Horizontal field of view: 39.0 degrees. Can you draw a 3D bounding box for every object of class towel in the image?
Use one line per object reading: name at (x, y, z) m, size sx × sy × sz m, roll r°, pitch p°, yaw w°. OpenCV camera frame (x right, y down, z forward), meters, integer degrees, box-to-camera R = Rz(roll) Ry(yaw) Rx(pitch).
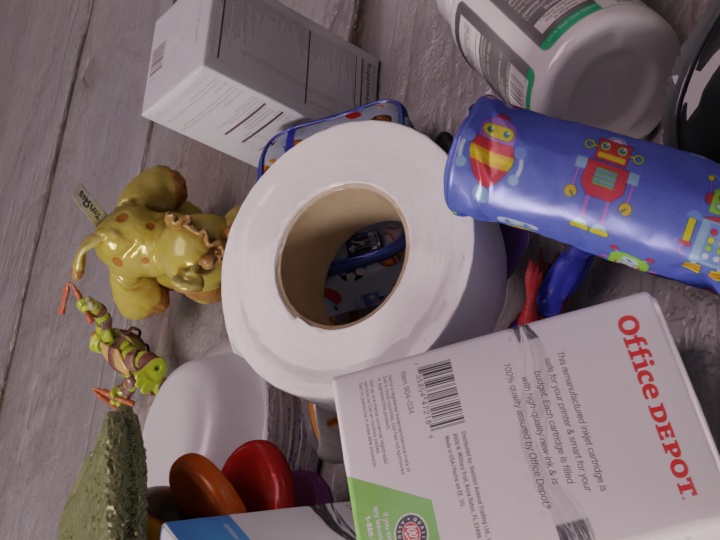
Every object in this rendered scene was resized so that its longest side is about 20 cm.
towel at (-0.174, 0.205, 0.685) m, size 0.149 × 0.036 × 0.201 m, roll -61°, pitch 29°, yaw 33°

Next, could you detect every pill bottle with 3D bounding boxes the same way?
pill bottle at (0.134, -0.175, 0.741) m, size 0.114 × 0.112 × 0.201 m, roll -54°, pitch 38°, yaw 21°

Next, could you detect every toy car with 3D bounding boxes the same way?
toy car at (-0.084, 0.213, 0.785) m, size 0.174 × 0.200 × 0.151 m, roll 8°, pitch 59°, yaw 49°

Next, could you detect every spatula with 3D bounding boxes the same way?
spatula at (0.086, -0.058, 0.796) m, size 0.057 × 0.020 × 0.201 m, roll -62°, pitch 22°, yaw 26°

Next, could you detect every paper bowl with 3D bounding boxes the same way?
paper bowl at (-0.132, 0.162, 0.945) m, size 0.200 × 0.104 × 0.203 m, roll -29°, pitch 52°, yaw 45°

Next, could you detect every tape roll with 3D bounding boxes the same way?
tape roll at (0.000, 0.000, 0.721) m, size 0.200 × 0.071 × 0.205 m, roll -10°, pitch 68°, yaw 25°

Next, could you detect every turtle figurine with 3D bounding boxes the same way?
turtle figurine at (-0.263, 0.107, 1.158) m, size 0.160 × 0.064 × 0.202 m, roll 27°, pitch 138°, yaw 40°

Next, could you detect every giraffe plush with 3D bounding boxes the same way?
giraffe plush at (-0.195, -0.026, 1.101) m, size 0.160 × 0.200 × 0.175 m, roll 13°, pitch 79°, yaw 26°

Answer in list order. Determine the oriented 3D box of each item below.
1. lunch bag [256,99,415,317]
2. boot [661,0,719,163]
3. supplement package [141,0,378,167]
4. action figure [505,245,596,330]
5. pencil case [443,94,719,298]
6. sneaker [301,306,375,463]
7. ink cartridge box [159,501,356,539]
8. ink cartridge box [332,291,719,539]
lunch bag at (-0.021, -0.049, 0.862) m, size 0.158 × 0.076 × 0.202 m, roll -13°, pitch 45°, yaw 15°
boot at (0.280, -0.117, 0.563) m, size 0.199 × 0.065 × 0.167 m, roll 25°, pitch 96°, yaw 51°
supplement package at (-0.091, -0.176, 0.973) m, size 0.109 × 0.199 × 0.115 m, roll -24°, pitch 53°, yaw 44°
action figure at (0.132, 0.013, 0.694) m, size 0.051 × 0.065 × 0.201 m, roll 33°, pitch 103°, yaw 13°
pencil case at (0.147, -0.044, 0.611) m, size 0.198 × 0.087 × 0.079 m, roll 19°, pitch 78°, yaw 15°
sneaker at (-0.026, 0.079, 0.871) m, size 0.077 × 0.078 × 0.202 m, roll -40°, pitch 34°, yaw 36°
ink cartridge box at (-0.031, 0.236, 0.656) m, size 0.083 × 0.198 × 0.147 m, roll 25°, pitch 109°, yaw 55°
ink cartridge box at (0.096, 0.115, 0.589) m, size 0.197 × 0.084 × 0.147 m, roll -15°, pitch 53°, yaw 6°
